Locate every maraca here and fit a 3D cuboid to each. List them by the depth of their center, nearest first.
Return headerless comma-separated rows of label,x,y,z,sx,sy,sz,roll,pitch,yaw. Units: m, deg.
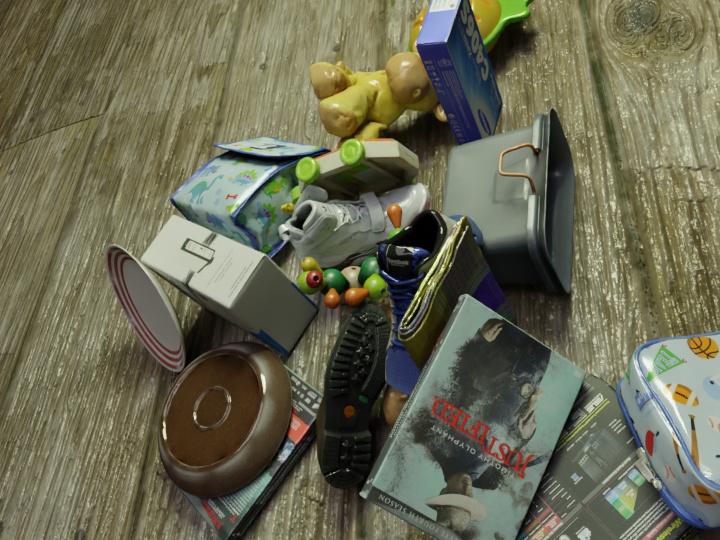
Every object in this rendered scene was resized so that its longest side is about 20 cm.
maraca,0.162,-0.370,0.961,0.199,0.107,0.138,-29,54,9

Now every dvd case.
dvd case,0.107,0.143,0.576,0.201,0.146,0.022,-59,10,-14
dvd case,-0.142,0.211,0.802,0.146,0.022,0.200,28,75,38

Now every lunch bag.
lunch bag,0.320,0.130,0.527,0.199,0.076,0.161,-5,46,-7
lunch bag,-0.158,-0.129,0.978,0.170,0.128,0.200,19,58,40

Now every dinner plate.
dinner plate,-0.297,0.052,0.903,0.024,0.201,0.200,-33,43,-33

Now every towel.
towel,0.106,0.057,0.650,0.023,0.200,0.144,11,60,36

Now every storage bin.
storage bin,0.167,-0.078,0.752,0.134,0.146,0.201,-7,58,29

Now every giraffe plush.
giraffe plush,0.045,-0.249,0.917,0.161,0.173,0.200,-18,21,24

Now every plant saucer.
plant saucer,-0.179,0.176,0.802,0.199,0.032,0.201,-14,55,22

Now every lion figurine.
lion figurine,0.058,0.119,0.732,0.122,0.072,0.201,-5,63,34

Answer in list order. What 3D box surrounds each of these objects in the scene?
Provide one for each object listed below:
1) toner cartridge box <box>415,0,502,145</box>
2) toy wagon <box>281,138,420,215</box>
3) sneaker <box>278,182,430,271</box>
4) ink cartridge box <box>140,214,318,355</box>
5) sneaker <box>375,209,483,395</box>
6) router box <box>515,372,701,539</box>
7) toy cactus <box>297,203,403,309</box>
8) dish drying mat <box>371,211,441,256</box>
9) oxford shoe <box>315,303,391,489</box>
toner cartridge box,0.135,-0.256,0.842,0.043,0.200,0.095,6,64,30
toy wagon,-0.023,-0.122,0.870,0.199,0.155,0.040,-15,74,27
sneaker,-0.008,-0.069,0.833,0.199,0.115,0.075,-31,51,8
ink cartridge box,-0.178,0.018,0.873,0.199,0.146,0.085,21,72,37
sneaker,0.053,0.023,0.658,0.080,0.115,0.200,13,85,38
router box,0.207,0.217,0.592,0.200,0.062,0.150,-42,49,-2
toy cactus,0.000,0.000,0.791,0.199,0.165,0.103,-24,85,-30
dish drying mat,0.049,-0.047,0.875,0.199,0.018,0.077,2,63,30
oxford shoe,-0.017,0.134,0.732,0.084,0.072,0.201,-174,99,-74
